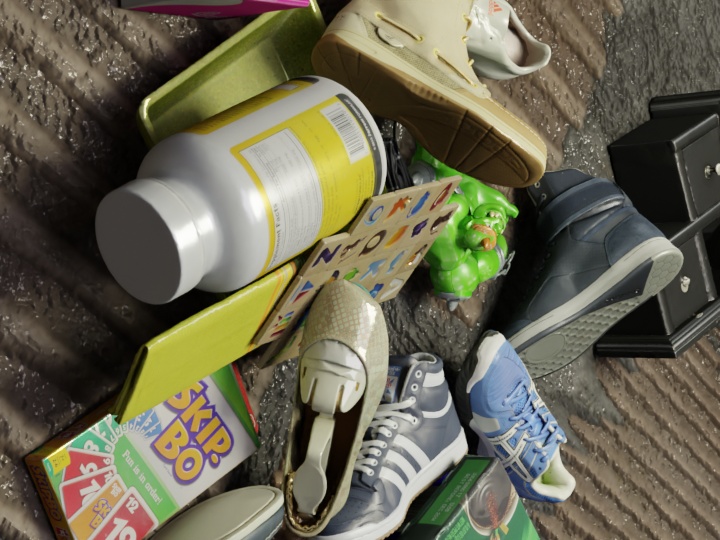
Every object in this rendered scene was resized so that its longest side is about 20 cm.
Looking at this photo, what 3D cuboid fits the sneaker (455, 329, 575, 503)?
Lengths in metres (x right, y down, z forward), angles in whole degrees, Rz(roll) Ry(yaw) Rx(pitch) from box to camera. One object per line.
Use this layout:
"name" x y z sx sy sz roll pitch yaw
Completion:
"sneaker" 0.135 0.125 1.496 0.076 0.077 0.200 -54 143 -26

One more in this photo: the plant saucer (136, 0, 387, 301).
"plant saucer" -0.077 -0.081 1.329 0.200 0.048 0.200 -42 119 -39

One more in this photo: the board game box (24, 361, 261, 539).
"board game box" -0.146 0.126 1.270 0.200 0.030 0.096 -37 116 -44

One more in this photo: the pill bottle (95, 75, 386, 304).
"pill bottle" -0.082 -0.053 1.207 0.200 0.112 0.112 -31 112 -42

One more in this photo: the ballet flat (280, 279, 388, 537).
"ballet flat" -0.021 0.106 1.287 0.062 0.067 0.201 -61 161 -65

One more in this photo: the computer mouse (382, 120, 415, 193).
"computer mouse" 0.018 -0.118 1.397 0.059 0.034 0.200 46 31 -46

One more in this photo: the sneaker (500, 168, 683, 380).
"sneaker" 0.166 0.000 1.575 0.202 0.146 0.077 -36 147 2

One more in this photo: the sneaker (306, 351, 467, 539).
"sneaker" 0.012 0.136 1.404 0.200 0.070 0.109 -36 120 -49

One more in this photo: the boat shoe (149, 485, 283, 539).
"boat shoe" -0.125 0.224 1.254 0.200 0.075 0.062 -37 114 -39

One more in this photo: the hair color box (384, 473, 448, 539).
"hair color box" 0.079 0.278 1.481 0.109 0.065 0.200 -42 117 -40

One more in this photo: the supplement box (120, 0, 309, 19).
"supplement box" -0.105 -0.286 1.264 0.101 0.103 0.201 0 88 -48

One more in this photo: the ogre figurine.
"ogre figurine" 0.078 -0.054 1.467 0.200 0.098 0.120 94 17 -46

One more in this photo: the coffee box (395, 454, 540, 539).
"coffee box" 0.107 0.263 1.433 0.123 0.044 0.200 -46 121 -37

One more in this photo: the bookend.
"bookend" 0.293 -0.046 1.694 0.199 0.092 0.201 -30 110 -43

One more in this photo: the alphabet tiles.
"alphabet tiles" 0.000 0.000 1.321 0.200 0.006 0.167 -17 146 -57

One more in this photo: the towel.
"towel" -0.091 0.037 1.230 0.200 0.018 0.086 -30 155 -43

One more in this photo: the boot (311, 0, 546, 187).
"boot" 0.075 -0.167 1.373 0.200 0.073 0.156 30 55 -6

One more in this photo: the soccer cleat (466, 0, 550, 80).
"soccer cleat" 0.081 -0.217 1.480 0.200 0.077 0.070 26 71 -44
